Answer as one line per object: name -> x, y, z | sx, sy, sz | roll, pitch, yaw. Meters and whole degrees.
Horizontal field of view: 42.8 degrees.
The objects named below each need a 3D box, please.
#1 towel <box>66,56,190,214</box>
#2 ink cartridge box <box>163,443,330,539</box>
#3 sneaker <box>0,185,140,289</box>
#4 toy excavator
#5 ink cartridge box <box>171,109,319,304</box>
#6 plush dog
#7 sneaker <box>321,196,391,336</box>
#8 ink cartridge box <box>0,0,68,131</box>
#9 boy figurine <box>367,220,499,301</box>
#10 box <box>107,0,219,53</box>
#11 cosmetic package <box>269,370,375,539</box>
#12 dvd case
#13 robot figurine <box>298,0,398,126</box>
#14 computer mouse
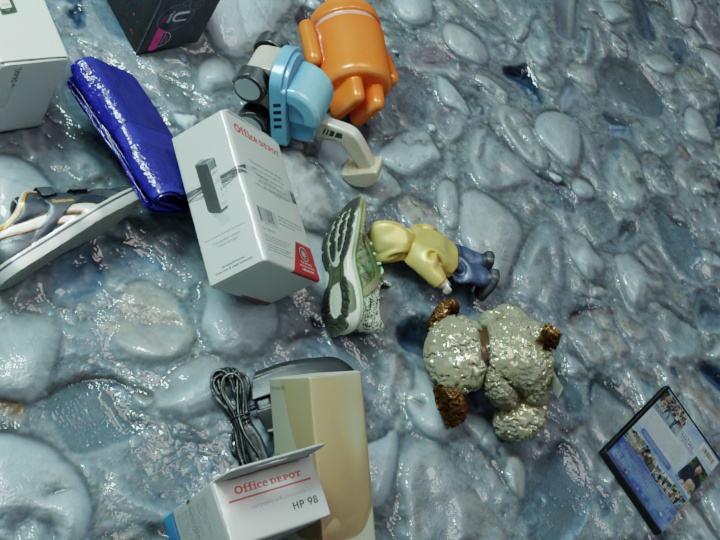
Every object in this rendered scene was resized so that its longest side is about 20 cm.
towel -> -0.271, -0.158, 1.121 | 0.201, 0.049, 0.148 | 58, 10, 7
ink cartridge box -> -0.112, 0.246, 0.935 | 0.115, 0.200, 0.067 | -9, 70, -34
sneaker -> -0.342, -0.062, 1.037 | 0.199, 0.078, 0.080 | -37, 89, -39
toy excavator -> -0.064, -0.209, 1.263 | 0.197, 0.196, 0.101 | 16, 52, 11
ink cartridge box -> -0.139, -0.074, 1.125 | 0.144, 0.083, 0.202 | 24, 45, -64
plush dog -> 0.167, 0.118, 1.228 | 0.169, 0.161, 0.203 | -1, 64, -6
sneaker -> 0.000, 0.000, 1.229 | 0.088, 0.077, 0.203 | 19, 63, -34
ink cartridge box -> -0.424, -0.282, 1.060 | 0.084, 0.146, 0.202 | -16, 75, -38
boy figurine -> 0.100, -0.016, 1.288 | 0.198, 0.065, 0.125 | 16, 39, -22
box -> -0.286, -0.415, 1.232 | 0.105, 0.122, 0.202 | -23, 78, -38
cosmetic package -> -0.044, 0.216, 1.021 | 0.070, 0.105, 0.203 | -2, 83, -33
dvd case -> 0.454, 0.280, 1.383 | 0.199, 0.018, 0.143 | -30, 83, -38
robot figurine -> -0.016, -0.315, 1.351 | 0.142, 0.117, 0.203 | -8, 68, -4
computer mouse -> -0.071, 0.156, 1.104 | 0.198, 0.053, 0.140 | -13, 72, -36
